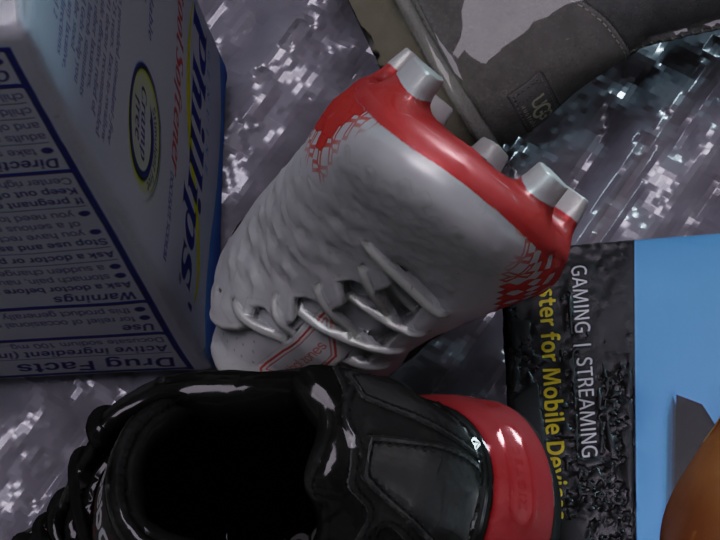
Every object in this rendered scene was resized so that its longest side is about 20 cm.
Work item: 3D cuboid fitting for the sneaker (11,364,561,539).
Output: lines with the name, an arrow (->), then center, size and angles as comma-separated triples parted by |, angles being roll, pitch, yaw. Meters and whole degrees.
sneaker -> -0.055, 0.074, 0.653 | 0.200, 0.098, 0.071 | -25, 57, 24

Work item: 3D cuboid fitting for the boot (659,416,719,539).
boot -> 0.168, 0.068, 0.597 | 0.199, 0.074, 0.155 | 13, 61, 11

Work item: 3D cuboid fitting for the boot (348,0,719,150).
boot -> 0.081, -0.133, 0.760 | 0.200, 0.073, 0.182 | -30, 70, 8

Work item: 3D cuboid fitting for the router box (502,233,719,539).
router box -> 0.113, 0.087, 0.663 | 0.149, 0.051, 0.200 | -5, 62, 7

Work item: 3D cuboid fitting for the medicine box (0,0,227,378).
medicine box -> -0.144, -0.051, 0.698 | 0.182, 0.200, 0.103 | -3, 65, 9

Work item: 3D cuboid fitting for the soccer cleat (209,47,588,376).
soccer cleat -> 0.000, 0.000, 0.659 | 0.069, 0.200, 0.085 | 40, 84, -5
